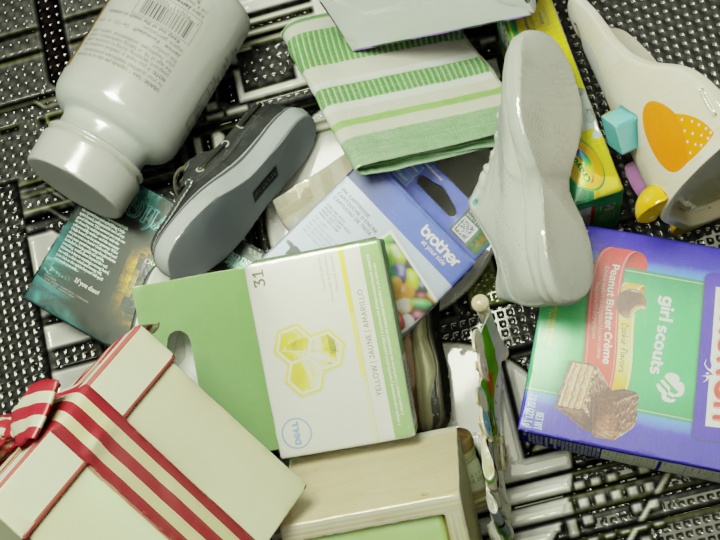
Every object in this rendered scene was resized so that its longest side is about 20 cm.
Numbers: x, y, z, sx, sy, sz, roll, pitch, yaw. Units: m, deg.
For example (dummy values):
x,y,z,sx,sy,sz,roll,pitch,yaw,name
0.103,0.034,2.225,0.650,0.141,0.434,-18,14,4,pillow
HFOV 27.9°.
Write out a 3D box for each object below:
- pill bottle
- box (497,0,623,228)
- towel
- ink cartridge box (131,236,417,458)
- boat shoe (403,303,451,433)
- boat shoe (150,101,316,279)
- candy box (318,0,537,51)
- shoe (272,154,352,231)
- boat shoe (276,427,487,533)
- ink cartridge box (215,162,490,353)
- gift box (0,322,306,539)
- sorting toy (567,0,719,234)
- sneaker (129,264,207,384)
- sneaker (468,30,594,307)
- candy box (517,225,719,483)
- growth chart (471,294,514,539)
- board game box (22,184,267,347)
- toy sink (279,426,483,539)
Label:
x,y,z,sx,sy,sz,roll,pitch,yaw,name
-0.185,-0.150,1.196,0.114,0.114,0.201,25,75,13,pill bottle
0.153,-0.135,1.153,0.048,0.117,0.202,-17,76,4,box
0.032,-0.152,1.154,0.151,0.024,0.201,-13,46,-16,towel
-0.067,0.065,1.067,0.198,0.048,0.147,-10,92,6,ink cartridge box
0.027,0.034,1.161,0.073,0.076,0.202,-7,77,10,boat shoe
-0.115,-0.073,1.181,0.066,0.070,0.200,23,56,24,boat shoe
0.073,-0.279,1.147,0.167,0.072,0.201,-6,48,34,candy box
0.014,-0.096,1.190,0.200,0.070,0.053,-41,84,1,shoe
0.001,0.179,1.126,0.198,0.073,0.063,-17,100,21,boat shoe
0.000,0.000,1.108,0.200,0.042,0.119,-44,86,-2,ink cartridge box
-0.171,0.153,1.006,0.187,0.184,0.200,42,51,-9,gift box
0.227,-0.131,1.122,0.107,0.200,0.181,-38,69,20,sorting toy
-0.133,0.099,1.140,0.114,0.076,0.202,11,78,13,sneaker
0.114,-0.073,1.071,0.088,0.075,0.202,-5,88,49,sneaker
0.233,0.066,1.120,0.198,0.077,0.171,10,80,9,candy box
0.102,0.128,1.097,0.018,0.145,0.202,-5,76,11,growth chart
-0.167,0.012,1.217,0.199,0.028,0.136,29,84,14,board game box
0.029,0.236,1.054,0.129,0.112,0.202,-11,110,6,toy sink
